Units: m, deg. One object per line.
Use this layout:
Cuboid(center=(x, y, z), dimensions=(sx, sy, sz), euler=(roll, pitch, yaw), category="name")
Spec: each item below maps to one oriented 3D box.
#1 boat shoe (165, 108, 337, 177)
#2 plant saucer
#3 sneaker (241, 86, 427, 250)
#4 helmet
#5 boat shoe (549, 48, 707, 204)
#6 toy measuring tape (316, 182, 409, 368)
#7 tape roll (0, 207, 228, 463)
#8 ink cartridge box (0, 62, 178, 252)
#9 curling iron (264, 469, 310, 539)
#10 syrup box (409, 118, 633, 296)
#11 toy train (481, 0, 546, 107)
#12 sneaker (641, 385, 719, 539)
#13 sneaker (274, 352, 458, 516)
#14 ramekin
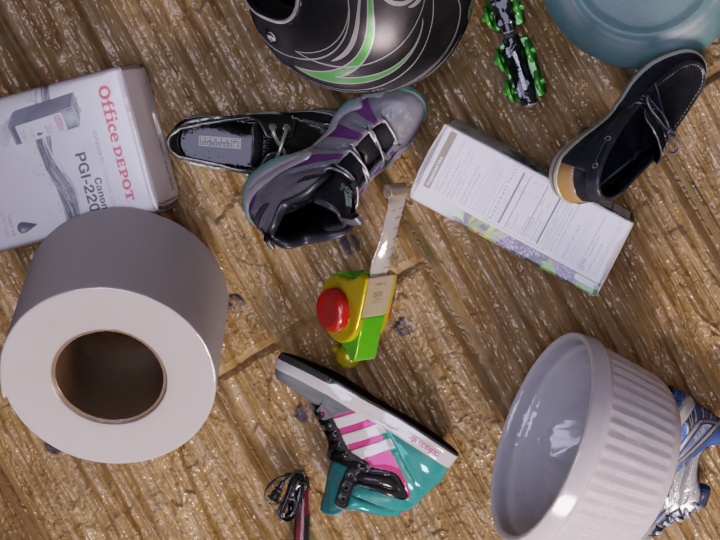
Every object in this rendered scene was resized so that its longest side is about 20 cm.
Cuboid(center=(-0.087, -0.118, 1.640), dimensions=(0.199, 0.064, 0.071), euler=(0, 98, 8), category="boat shoe")
Cuboid(center=(0.261, -0.287, 1.577), dimensions=(0.199, 0.036, 0.201), euler=(1, 98, 9), category="plant saucer")
Cuboid(center=(-0.010, -0.082, 1.558), dimensions=(0.200, 0.140, 0.078), euler=(-37, 119, 4), category="sneaker")
Cuboid(center=(0.002, -0.254, 1.546), dimensions=(0.199, 0.200, 0.191), euler=(31, 129, 4), category="helmet")
Cuboid(center=(0.255, -0.127, 1.548), dimensions=(0.200, 0.062, 0.075), euler=(-41, 124, -22), category="boat shoe")
Cuboid(center=(0.000, 0.000, 1.631), dimensions=(0.073, 0.074, 0.201), euler=(14, 113, 7), category="toy measuring tape")
Cuboid(center=(-0.228, 0.061, 1.614), dimensions=(0.201, 0.139, 0.204), euler=(1, 123, 1), category="tape roll")
Cuboid(center=(-0.293, -0.108, 1.665), dimensions=(0.199, 0.085, 0.147), euler=(-14, 96, 9), category="ink cartridge box")
Cuboid(center=(-0.070, 0.295, 1.711), dimensions=(0.049, 0.026, 0.201), euler=(-7, 103, -28), category="curling iron")
Cuboid(center=(0.152, -0.061, 1.603), dimensions=(0.199, 0.079, 0.082), euler=(27, 101, 4), category="syrup box")
Cuboid(center=(0.132, -0.250, 1.592), dimensions=(0.041, 0.056, 0.201), euler=(-15, 95, 15), category="toy train")
Cuboid(center=(0.287, 0.216, 1.623), dimensions=(0.085, 0.077, 0.201), euler=(24, 101, 1), category="sneaker")
Cuboid(center=(-0.018, 0.175, 1.664), dimensions=(0.199, 0.084, 0.121), euler=(32, 92, 2), category="sneaker")
Cuboid(center=(0.209, 0.168, 1.568), dimensions=(0.105, 0.200, 0.201), euler=(21, 101, -13), category="ramekin")
